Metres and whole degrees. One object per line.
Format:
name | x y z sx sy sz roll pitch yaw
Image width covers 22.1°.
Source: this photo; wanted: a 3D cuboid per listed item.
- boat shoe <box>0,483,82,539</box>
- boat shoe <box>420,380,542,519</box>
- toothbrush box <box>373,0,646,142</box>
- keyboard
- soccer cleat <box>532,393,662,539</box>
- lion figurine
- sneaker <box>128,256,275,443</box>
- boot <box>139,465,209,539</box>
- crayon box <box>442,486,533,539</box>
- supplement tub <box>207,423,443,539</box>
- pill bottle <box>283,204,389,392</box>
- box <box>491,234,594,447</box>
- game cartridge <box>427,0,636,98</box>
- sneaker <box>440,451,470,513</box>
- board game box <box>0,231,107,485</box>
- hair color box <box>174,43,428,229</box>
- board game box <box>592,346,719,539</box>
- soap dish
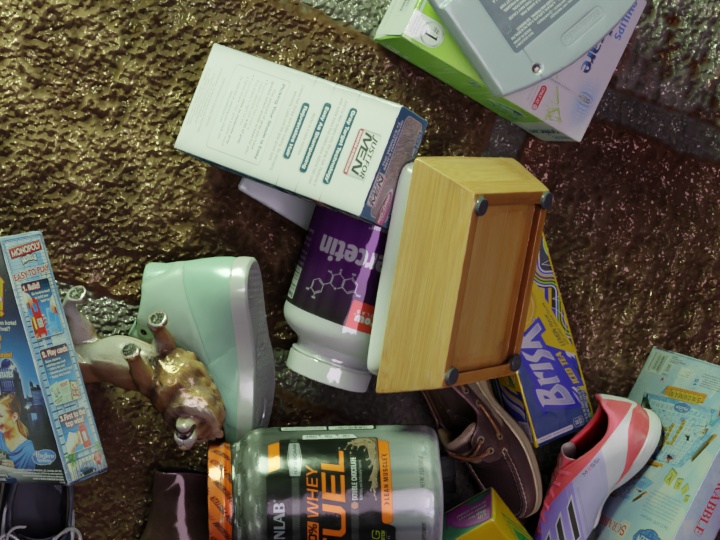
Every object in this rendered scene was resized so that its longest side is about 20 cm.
boat shoe | -0.278 0.224 1.596 0.074 0.062 0.203 6 93 -18
boat shoe | 0.098 0.147 1.693 0.072 0.072 0.202 -34 102 -46
toothbrush box | 0.136 -0.227 1.676 0.199 0.086 0.147 29 85 -20
keyboard | -0.016 -0.050 1.685 0.199 0.011 0.057 31 90 -18
soccer cleat | 0.197 0.202 1.710 0.073 0.068 0.201 28 105 -23
lion figurine | -0.207 0.079 1.582 0.073 0.198 0.123 -55 151 -26
sneaker | -0.142 0.077 1.634 0.117 0.074 0.203 3 116 14
boot | -0.108 0.269 1.649 0.198 0.072 0.168 12 93 -15
crayon box | 0.086 0.316 1.674 0.199 0.058 0.173 -32 109 18
supplement tub | -0.031 0.195 1.584 0.197 0.123 0.124 -2 96 -3
pill bottle | 0.000 0.000 1.633 0.111 0.112 0.202 16 95 -18
box | 0.152 0.057 1.717 0.069 0.064 0.202 -20 101 -19
game cartridge | 0.165 -0.250 1.621 0.200 0.041 0.134 -40 101 -13
sneaker | 0.031 0.228 1.698 0.198 0.060 0.106 -8 94 -20
board game box | -0.314 0.071 1.530 0.198 0.062 0.203 0 96 26
hair color box | -0.052 -0.115 1.574 0.060 0.198 0.101 23 89 -61
board game box | 0.284 0.179 1.702 0.041 0.200 0.201 29 87 -18
soap dish | 0.087 0.005 1.581 0.157 0.081 0.202 -4 107 -55
